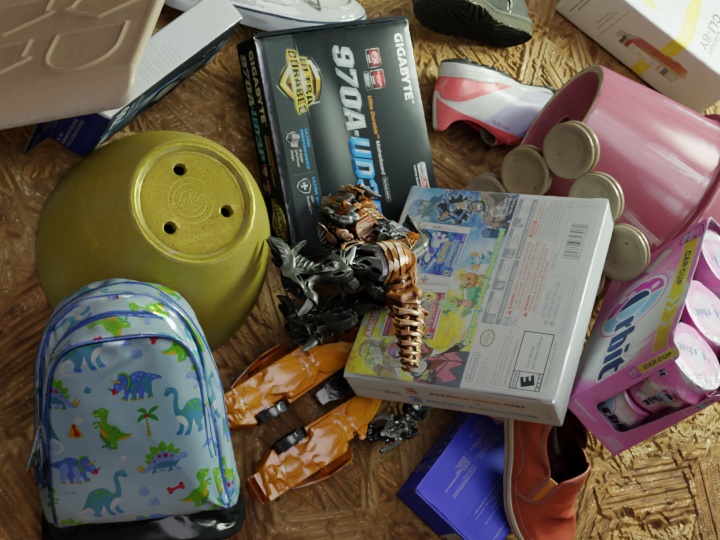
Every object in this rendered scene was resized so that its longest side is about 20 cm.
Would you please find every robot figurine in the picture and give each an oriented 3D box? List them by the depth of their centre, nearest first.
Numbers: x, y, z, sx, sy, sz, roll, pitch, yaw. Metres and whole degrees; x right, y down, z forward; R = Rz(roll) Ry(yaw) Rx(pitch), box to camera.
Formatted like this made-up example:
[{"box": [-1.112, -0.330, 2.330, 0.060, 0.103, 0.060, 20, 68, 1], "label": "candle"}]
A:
[{"box": [-0.029, 0.106, 1.045, 0.200, 0.058, 0.145, -30, 88, -27], "label": "robot figurine"}]

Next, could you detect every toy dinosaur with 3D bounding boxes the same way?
[{"box": [0.000, 0.000, 0.987, 0.135, 0.200, 0.103, -17, 115, -11], "label": "toy dinosaur"}]

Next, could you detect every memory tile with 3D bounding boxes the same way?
[{"box": [0.156, -0.031, 1.095, 0.017, 0.200, 0.154, -21, 82, -50], "label": "memory tile"}]

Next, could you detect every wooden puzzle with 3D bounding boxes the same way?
[{"box": [-0.245, -0.177, 0.971, 0.184, 0.046, 0.201, -8, 44, 12], "label": "wooden puzzle"}]

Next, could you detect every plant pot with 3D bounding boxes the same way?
[{"box": [-0.153, -0.034, 0.986, 0.199, 0.142, 0.201, 7, 72, -22], "label": "plant pot"}, {"box": [0.253, -0.090, 1.142, 0.179, 0.200, 0.201, 35, 64, -15], "label": "plant pot"}]

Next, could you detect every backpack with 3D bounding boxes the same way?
[{"box": [-0.171, 0.106, 0.901, 0.162, 0.154, 0.201, -2, 90, -4], "label": "backpack"}]

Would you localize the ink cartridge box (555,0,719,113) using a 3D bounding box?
[{"box": [0.334, -0.288, 1.309, 0.200, 0.083, 0.146, 35, 64, -10], "label": "ink cartridge box"}]

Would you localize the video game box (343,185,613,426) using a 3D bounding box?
[{"box": [0.101, 0.024, 1.010, 0.181, 0.047, 0.201, 7, 58, 23], "label": "video game box"}]

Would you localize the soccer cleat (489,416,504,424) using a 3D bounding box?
[{"box": [0.200, 0.103, 1.081, 0.199, 0.085, 0.069, 3, 74, -24], "label": "soccer cleat"}]

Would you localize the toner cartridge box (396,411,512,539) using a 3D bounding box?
[{"box": [0.129, 0.160, 1.106, 0.095, 0.043, 0.200, 45, 63, -7], "label": "toner cartridge box"}]

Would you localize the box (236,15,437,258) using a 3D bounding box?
[{"box": [-0.017, -0.121, 1.100, 0.158, 0.046, 0.201, -12, 95, -27], "label": "box"}]

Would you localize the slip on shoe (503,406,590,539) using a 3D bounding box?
[{"box": [0.164, 0.175, 1.035, 0.074, 0.061, 0.201, -30, 126, -34], "label": "slip on shoe"}]

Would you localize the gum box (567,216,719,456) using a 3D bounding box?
[{"box": [0.248, 0.054, 0.996, 0.066, 0.113, 0.200, 45, 40, -8], "label": "gum box"}]

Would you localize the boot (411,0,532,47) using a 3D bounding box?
[{"box": [0.105, -0.336, 1.215, 0.181, 0.072, 0.201, 7, 76, -53], "label": "boot"}]

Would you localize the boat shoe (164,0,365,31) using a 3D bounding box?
[{"box": [-0.083, -0.274, 1.112, 0.201, 0.086, 0.075, 9, 32, -16], "label": "boat shoe"}]

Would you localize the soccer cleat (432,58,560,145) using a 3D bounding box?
[{"box": [0.161, -0.153, 1.212, 0.199, 0.068, 0.074, 13, 93, -24], "label": "soccer cleat"}]

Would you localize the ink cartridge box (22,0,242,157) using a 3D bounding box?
[{"box": [-0.193, -0.158, 1.030, 0.200, 0.099, 0.039, -42, 95, -27], "label": "ink cartridge box"}]
